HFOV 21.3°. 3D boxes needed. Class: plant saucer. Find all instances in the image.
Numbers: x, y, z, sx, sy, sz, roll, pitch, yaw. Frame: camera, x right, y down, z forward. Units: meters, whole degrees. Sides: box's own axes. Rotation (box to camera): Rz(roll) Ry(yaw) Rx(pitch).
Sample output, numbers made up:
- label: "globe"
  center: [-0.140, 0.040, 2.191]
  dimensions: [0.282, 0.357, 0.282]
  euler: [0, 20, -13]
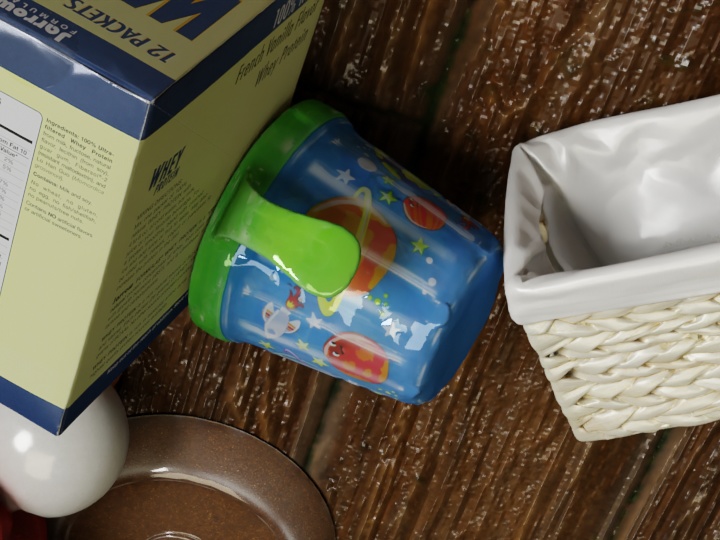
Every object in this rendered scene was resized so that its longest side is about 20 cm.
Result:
- label: "plant saucer"
  center: [-0.116, 0.179, 1.238]
  dimensions: [0.199, 0.035, 0.201]
  euler: [4, 127, 6]

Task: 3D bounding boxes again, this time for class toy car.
- label: "toy car"
  center: [-0.201, 0.118, 1.150]
  dimensions: [0.200, 0.177, 0.184]
  euler: [-43, 84, -4]

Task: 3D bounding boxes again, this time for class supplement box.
- label: "supplement box"
  center: [-0.131, -0.072, 0.933]
  dimensions: [0.134, 0.200, 0.201]
  euler: [28, 128, 9]

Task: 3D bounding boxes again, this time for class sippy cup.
- label: "sippy cup"
  center: [0.000, 0.000, 0.996]
  dimensions: [0.130, 0.178, 0.140]
  euler: [29, 128, 14]

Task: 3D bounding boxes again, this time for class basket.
- label: "basket"
  center: [0.185, -0.003, 0.997]
  dimensions: [0.199, 0.136, 0.124]
  euler: [-12, 126, 16]
